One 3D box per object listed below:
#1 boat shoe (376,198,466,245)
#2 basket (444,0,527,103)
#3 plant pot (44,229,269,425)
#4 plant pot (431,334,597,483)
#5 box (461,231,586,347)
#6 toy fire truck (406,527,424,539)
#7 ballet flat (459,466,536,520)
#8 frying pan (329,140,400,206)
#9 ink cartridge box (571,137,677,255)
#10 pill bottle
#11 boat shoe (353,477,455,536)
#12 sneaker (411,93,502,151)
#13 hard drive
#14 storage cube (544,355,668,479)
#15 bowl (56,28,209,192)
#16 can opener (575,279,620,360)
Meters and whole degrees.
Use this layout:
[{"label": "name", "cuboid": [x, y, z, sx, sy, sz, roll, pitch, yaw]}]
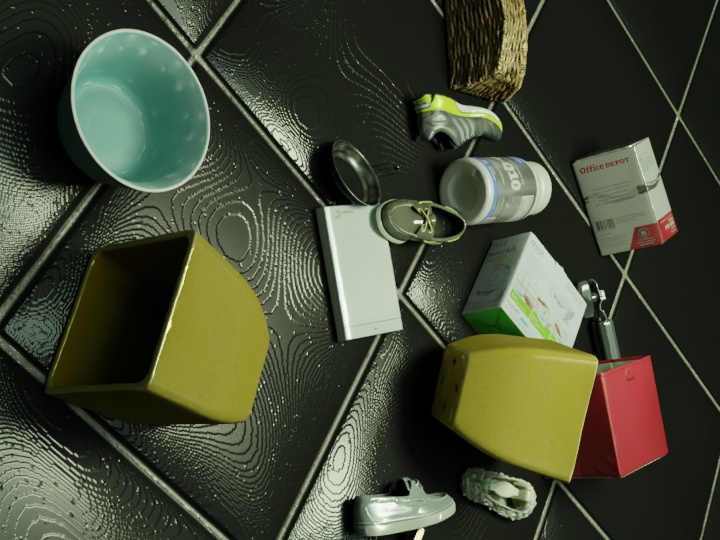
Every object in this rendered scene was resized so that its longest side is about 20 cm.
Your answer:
[{"label": "boat shoe", "cuboid": [0.099, -0.080, 1.724, 0.200, 0.060, 0.073, 6, 77, -54]}, {"label": "basket", "cuboid": [0.250, -0.419, 1.913, 0.148, 0.142, 0.204, 7, 77, -43]}, {"label": "plant pot", "cuboid": [-0.221, 0.094, 1.295, 0.199, 0.193, 0.197, 37, 57, -41]}, {"label": "plant pot", "cuboid": [0.226, 0.200, 1.688, 0.197, 0.194, 0.199, 12, 91, -14]}, {"label": "box", "cuboid": [0.294, 0.067, 1.882, 0.200, 0.096, 0.178, 47, 51, -28]}, {"label": "toy fire truck", "cuboid": [0.096, 0.478, 1.549, 0.127, 0.175, 0.203, -5, 70, -45]}, {"label": "ballet flat", "cuboid": [0.247, 0.376, 1.789, 0.198, 0.071, 0.073, 23, 65, -41]}, {"label": "frying pan", "cuboid": [0.000, -0.163, 1.681, 0.115, 0.031, 0.190, 52, 28, -12]}, {"label": "ink cartridge box", "cuboid": [0.526, -0.147, 2.130, 0.082, 0.145, 0.203, -27, 101, -46]}, {"label": "pill bottle", "cuboid": [0.239, -0.140, 1.860, 0.198, 0.113, 0.116, -7, 86, -46]}, {"label": "boat shoe", "cuboid": [0.069, 0.349, 1.610, 0.199, 0.069, 0.073, -2, 86, -43]}, {"label": "sneaker", "cuboid": [0.166, -0.243, 1.850, 0.198, 0.073, 0.082, 9, 81, -36]}, {"label": "hard drive", "cuboid": [0.000, 0.000, 1.649, 0.131, 0.026, 0.204, -7, 86, -46]}, {"label": "storage cube", "cuboid": [0.426, 0.263, 1.920, 0.198, 0.169, 0.183, -9, 88, -46]}, {"label": "bowl", "cuboid": [-0.296, -0.186, 1.334, 0.199, 0.104, 0.204, 12, 72, -42]}, {"label": "can opener", "cuboid": [0.462, 0.115, 2.086, 0.065, 0.053, 0.203, -17, 92, -11]}]
